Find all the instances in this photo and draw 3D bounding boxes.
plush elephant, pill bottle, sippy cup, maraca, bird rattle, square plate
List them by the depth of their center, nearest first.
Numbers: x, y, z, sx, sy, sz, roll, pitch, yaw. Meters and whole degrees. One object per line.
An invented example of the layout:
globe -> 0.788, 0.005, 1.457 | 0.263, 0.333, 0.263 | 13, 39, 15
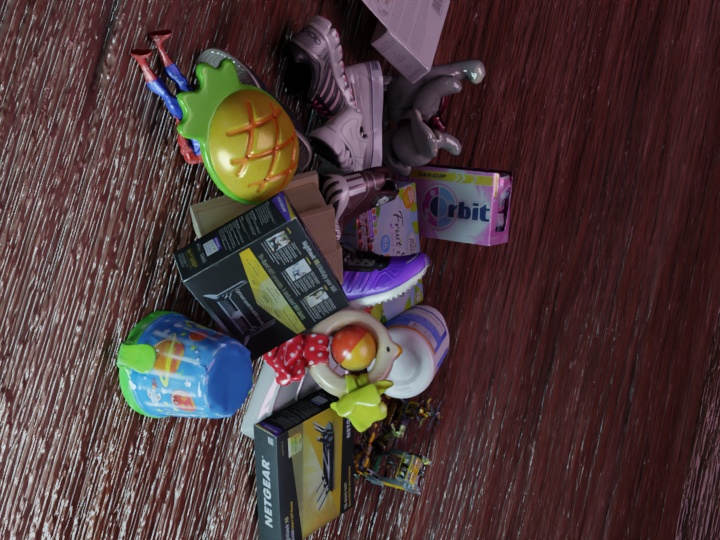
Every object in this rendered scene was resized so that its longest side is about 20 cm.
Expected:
maraca -> -0.149, -0.168, 1.342 | 0.200, 0.106, 0.138 | 47, 62, -39
sippy cup -> -0.208, 0.126, 1.360 | 0.177, 0.129, 0.142 | -33, 122, -47
bird rattle -> -0.031, 0.128, 1.549 | 0.163, 0.199, 0.113 | -47, 163, -27
square plate -> -0.083, 0.180, 1.634 | 0.200, 0.028, 0.200 | 40, 63, -50
plush elephant -> 0.100, -0.234, 1.709 | 0.198, 0.164, 0.157 | -12, 93, -24
pill bottle -> 0.082, 0.121, 1.752 | 0.200, 0.110, 0.114 | -43, 133, -71

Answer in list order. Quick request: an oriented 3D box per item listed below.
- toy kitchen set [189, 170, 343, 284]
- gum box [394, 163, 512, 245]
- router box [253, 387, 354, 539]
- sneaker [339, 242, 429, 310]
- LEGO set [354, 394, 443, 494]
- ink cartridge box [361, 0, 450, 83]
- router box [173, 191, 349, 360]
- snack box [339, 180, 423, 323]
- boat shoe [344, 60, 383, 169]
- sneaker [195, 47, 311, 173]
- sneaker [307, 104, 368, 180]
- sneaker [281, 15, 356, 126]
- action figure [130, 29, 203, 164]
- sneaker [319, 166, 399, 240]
toy kitchen set -> -0.135, -0.044, 1.489 | 0.178, 0.164, 0.201 | -17, 139, -13
gum box -> 0.151, -0.109, 1.761 | 0.066, 0.198, 0.115 | -11, 107, -53
router box -> -0.079, 0.288, 1.599 | 0.156, 0.052, 0.203 | -24, 124, -41
sneaker -> 0.000, 0.000, 1.596 | 0.070, 0.198, 0.101 | -72, 138, -74
LEGO set -> 0.063, 0.270, 1.777 | 0.154, 0.115, 0.202 | 54, 53, -44
ink cartridge box -> 0.051, -0.408, 1.653 | 0.176, 0.045, 0.201 | 41, 41, -23
router box -> -0.120, 0.012, 1.375 | 0.156, 0.053, 0.201 | -29, 140, 1
snack box -> 0.025, -0.025, 1.713 | 0.168, 0.067, 0.203 | -26, 118, -50
boat shoe -> -0.003, -0.217, 1.639 | 0.065, 0.072, 0.202 | -7, 132, -12
sneaker -> -0.146, -0.218, 1.451 | 0.200, 0.074, 0.106 | 49, 11, -22
sneaker -> -0.019, -0.164, 1.569 | 0.081, 0.075, 0.200 | -54, 165, -14
sneaker -> -0.065, -0.257, 1.545 | 0.087, 0.074, 0.201 | -35, 138, -22
action figure -> -0.217, -0.198, 1.362 | 0.066, 0.051, 0.201 | -57, 140, -35
sneaker -> -0.004, -0.091, 1.532 | 0.114, 0.200, 0.077 | -17, 81, -14
